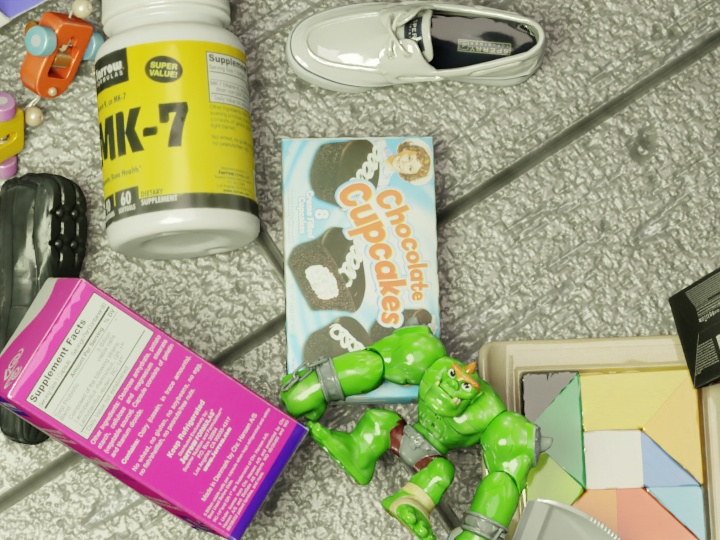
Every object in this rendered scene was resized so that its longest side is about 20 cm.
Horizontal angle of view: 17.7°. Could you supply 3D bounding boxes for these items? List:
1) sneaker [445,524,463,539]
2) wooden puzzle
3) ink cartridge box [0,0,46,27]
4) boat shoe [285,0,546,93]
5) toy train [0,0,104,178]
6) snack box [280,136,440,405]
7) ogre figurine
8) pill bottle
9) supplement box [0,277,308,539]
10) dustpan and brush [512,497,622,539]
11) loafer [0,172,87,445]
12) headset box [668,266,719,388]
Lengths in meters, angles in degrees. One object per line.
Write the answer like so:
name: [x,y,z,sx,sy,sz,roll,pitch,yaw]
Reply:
sneaker: [0.031,0.276,1.667,0.105,0.076,0.201,10,79,0]
wooden puzzle: [0.189,0.140,1.721,0.199,0.037,0.186,-1,78,-3]
ink cartridge box: [-0.358,-0.234,1.740,0.200,0.043,0.198,-32,63,-9]
boat shoe: [0.043,-0.178,1.763,0.199,0.065,0.074,-4,79,-4]
toy train: [-0.283,-0.141,1.697,0.056,0.200,0.150,34,113,28]
snack box: [0.000,0.000,1.739,0.116,0.037,0.201,-1,79,-4]
ogre figurine: [0.046,0.116,1.661,0.120,0.098,0.200,-45,53,-8]
pill bottle: [-0.138,-0.116,1.717,0.114,0.114,0.201,-5,79,-4]
supplement box: [-0.155,0.098,1.648,0.200,0.101,0.103,36,78,-17]
dustpan and brush: [0.185,0.261,1.672,0.200,0.057,0.140,28,79,-34]
loafer: [-0.246,0.028,1.714,0.070,0.068,0.201,1,84,34]
headset box: [0.348,0.018,1.683,0.200,0.149,0.077,-13,80,-17]
